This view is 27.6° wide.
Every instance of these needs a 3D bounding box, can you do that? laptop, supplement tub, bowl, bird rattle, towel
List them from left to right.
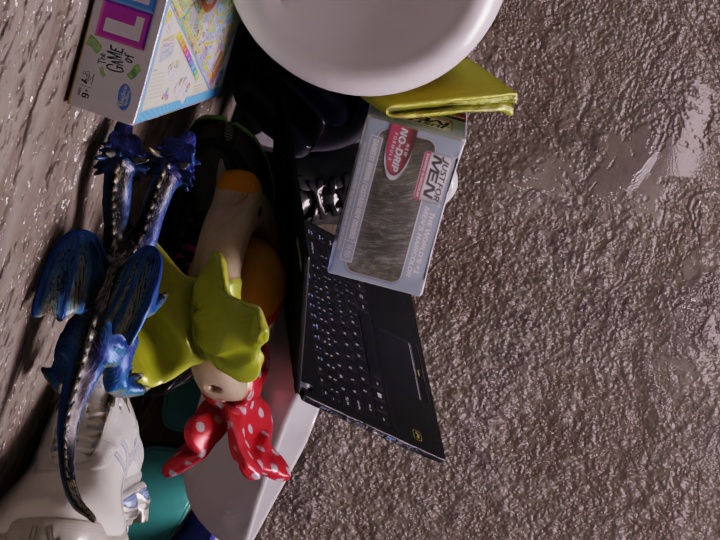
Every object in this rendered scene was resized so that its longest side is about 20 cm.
[{"bbox_3d":[-0.074,0.034,0.900,0.201,0.111,0.164,64,35,-55],"label":"bird rattle"},{"bbox_3d":[-0.068,0.085,1.091,0.200,0.074,0.201,-62,173,-59],"label":"bowl"},{"bbox_3d":[0.000,0.000,0.960,0.103,0.199,0.178,-42,-143,29],"label":"laptop"},{"bbox_3d":[0.012,-0.176,0.787,0.200,0.143,0.146,-64,172,-75],"label":"supplement tub"},{"bbox_3d":[0.015,-0.127,0.897,0.200,0.085,0.018,-134,-141,-57],"label":"towel"}]

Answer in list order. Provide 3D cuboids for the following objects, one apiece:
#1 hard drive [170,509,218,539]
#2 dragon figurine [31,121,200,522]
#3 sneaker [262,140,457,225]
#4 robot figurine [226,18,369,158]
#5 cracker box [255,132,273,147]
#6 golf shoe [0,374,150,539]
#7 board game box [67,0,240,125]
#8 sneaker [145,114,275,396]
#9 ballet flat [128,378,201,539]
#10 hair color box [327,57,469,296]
[{"bbox_3d":[-0.156,0.219,1.192,0.131,0.025,0.201,-25,-154,30],"label":"hard drive"},{"bbox_3d":[-0.131,0.017,0.742,0.100,0.058,0.201,102,3,-56],"label":"dragon figurine"},{"bbox_3d":[-0.032,-0.050,1.074,0.099,0.198,0.071,-57,145,-59],"label":"sneaker"},{"bbox_3d":[-0.024,-0.166,1.075,0.201,0.149,0.126,-68,156,-52],"label":"robot figurine"},{"bbox_3d":[-0.075,-0.101,1.224,0.134,0.057,0.202,99,10,-82],"label":"cracker box"},{"bbox_3d":[-0.161,0.106,0.811,0.200,0.077,0.098,-162,-107,-87],"label":"golf shoe"},{"bbox_3d":[-0.090,-0.152,0.755,0.200,0.034,0.136,-60,168,-78],"label":"board game box"},{"bbox_3d":[-0.107,-0.003,0.968,0.084,0.076,0.202,-76,-178,-71],"label":"sneaker"},{"bbox_3d":[-0.155,0.128,1.166,0.072,0.067,0.202,-148,-110,-73],"label":"ballet flat"},{"bbox_3d":[0.028,-0.071,0.920,0.200,0.060,0.100,-79,-177,-68],"label":"hair color box"}]
